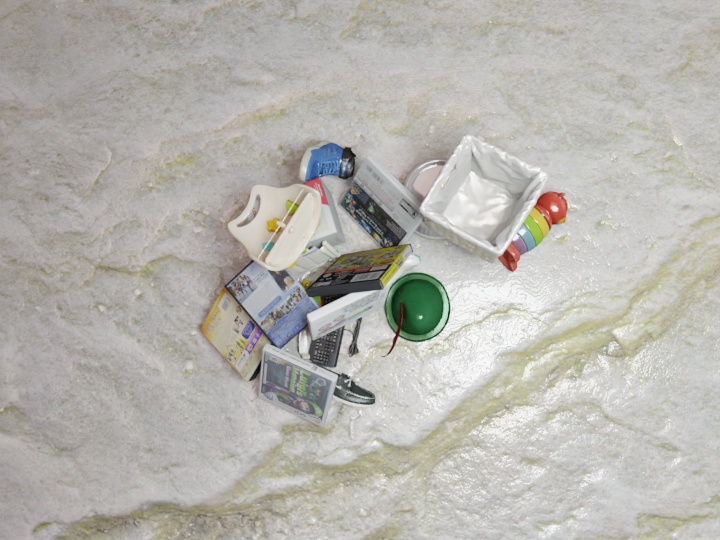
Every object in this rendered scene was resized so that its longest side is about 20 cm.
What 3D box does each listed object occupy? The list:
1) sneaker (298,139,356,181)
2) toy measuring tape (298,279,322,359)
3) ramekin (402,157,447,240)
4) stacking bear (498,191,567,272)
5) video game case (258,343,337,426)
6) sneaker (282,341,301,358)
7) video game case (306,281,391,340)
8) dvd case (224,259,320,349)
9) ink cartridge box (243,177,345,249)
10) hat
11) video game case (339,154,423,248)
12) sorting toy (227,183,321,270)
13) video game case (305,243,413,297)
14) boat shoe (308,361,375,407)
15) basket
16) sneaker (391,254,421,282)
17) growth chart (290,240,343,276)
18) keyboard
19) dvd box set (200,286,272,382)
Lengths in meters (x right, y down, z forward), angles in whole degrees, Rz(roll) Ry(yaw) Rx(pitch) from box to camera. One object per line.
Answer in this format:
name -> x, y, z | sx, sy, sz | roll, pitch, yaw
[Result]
sneaker -> -0.073, -0.262, 1.255 | 0.111, 0.200, 0.077 | 20, 121, 7
toy measuring tape -> -0.129, 0.122, 1.267 | 0.073, 0.074, 0.200 | -3, 82, 6
ramekin -> 0.190, -0.181, 1.249 | 0.200, 0.105, 0.200 | -1, 83, 6
stacking bear -> 0.408, -0.110, 1.214 | 0.200, 0.121, 0.114 | -38, 70, -1
video game case -> -0.154, 0.276, 1.204 | 0.182, 0.200, 0.023 | 22, 42, 8
sneaker -> -0.216, 0.182, 1.273 | 0.082, 0.077, 0.200 | -34, 66, 28
video game case -> -0.028, 0.092, 1.180 | 0.200, 0.182, 0.024 | -25, 73, -12
dvd case -> -0.203, 0.066, 1.181 | 0.143, 0.018, 0.200 | -41, 87, 8
ink cartridge box -> -0.159, -0.116, 1.262 | 0.200, 0.145, 0.145 | -18, 82, 4
hat -> 0.132, 0.094, 1.187 | 0.165, 0.176, 0.200 | -3, 83, 6
video game case -> 0.051, -0.153, 1.241 | 0.200, 0.182, 0.023 | 46, 48, 9
sorting toy -> -0.204, -0.111, 1.148 | 0.180, 0.107, 0.200 | 28, 80, 19
video game case -> 0.000, 0.000, 1.171 | 0.200, 0.181, 0.026 | -8, 114, 32
boat shoe -> -0.053, 0.278, 1.240 | 0.200, 0.076, 0.060 | 16, 95, 7
basket -> 0.261, -0.146, 1.096 | 0.200, 0.161, 0.198 | 31, 88, 14
sneaker -> 0.059, 0.014, 1.260 | 0.200, 0.077, 0.081 | -20, 80, 13
growth chart -> -0.150, -0.020, 1.255 | 0.200, 0.145, 0.018 | -21, 69, 6
keyboard -> -0.055, 0.146, 1.284 | 0.127, 0.021, 0.200 | 11, 86, 8
dvd box set -> -0.303, 0.157, 1.263 | 0.200, 0.029, 0.146 | 40, 109, 22
